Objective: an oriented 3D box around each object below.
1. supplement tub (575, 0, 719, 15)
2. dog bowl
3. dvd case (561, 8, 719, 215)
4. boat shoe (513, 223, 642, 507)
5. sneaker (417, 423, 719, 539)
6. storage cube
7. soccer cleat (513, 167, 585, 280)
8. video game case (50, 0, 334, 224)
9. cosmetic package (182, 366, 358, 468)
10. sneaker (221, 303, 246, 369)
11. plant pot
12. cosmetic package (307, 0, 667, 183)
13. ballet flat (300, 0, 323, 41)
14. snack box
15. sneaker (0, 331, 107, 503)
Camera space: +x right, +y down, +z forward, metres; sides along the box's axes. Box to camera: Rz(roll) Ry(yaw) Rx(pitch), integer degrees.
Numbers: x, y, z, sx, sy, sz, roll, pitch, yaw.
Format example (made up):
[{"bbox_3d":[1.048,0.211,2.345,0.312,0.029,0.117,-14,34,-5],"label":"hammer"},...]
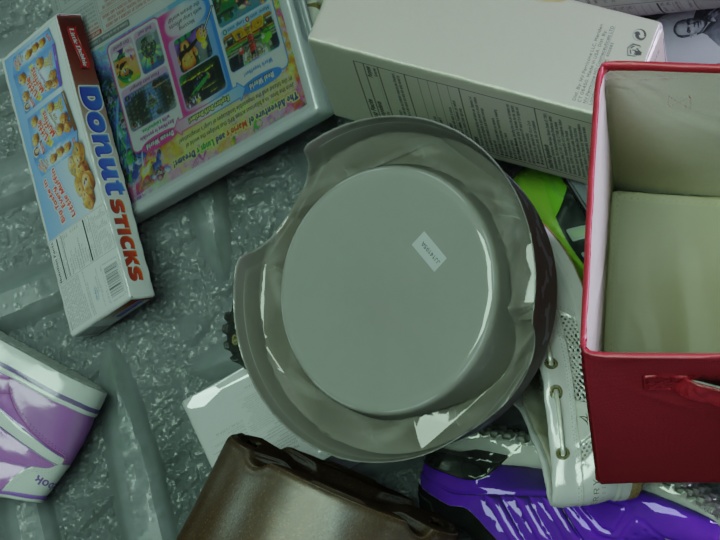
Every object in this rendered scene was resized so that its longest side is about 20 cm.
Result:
[{"bbox_3d":[0.163,-0.218,1.672,0.199,0.132,0.133,-3,79,18],"label":"supplement tub"},{"bbox_3d":[0.025,0.013,1.614,0.199,0.059,0.201,-3,84,28],"label":"dog bowl"},{"bbox_3d":[0.215,-0.094,1.680,0.199,0.025,0.151,-30,62,-1],"label":"dvd case"},{"bbox_3d":[0.103,0.050,1.638,0.069,0.071,0.201,-13,55,-14],"label":"boat shoe"},{"bbox_3d":[0.125,0.156,1.681,0.199,0.070,0.100,13,92,23],"label":"sneaker"},{"bbox_3d":[0.212,0.006,1.517,0.170,0.180,0.201,2,63,9],"label":"storage cube"},{"bbox_3d":[0.173,-0.006,1.691,0.200,0.067,0.081,42,93,23],"label":"soccer cleat"},{"bbox_3d":[-0.113,-0.146,1.795,0.199,0.024,0.183,-27,72,36],"label":"video game case"},{"bbox_3d":[-0.005,0.073,1.743,0.199,0.051,0.083,-30,68,11],"label":"cosmetic package"},{"bbox_3d":[0.000,0.000,1.704,0.200,0.072,0.072,-37,65,21],"label":"sneaker"},{"bbox_3d":[-0.046,0.215,1.646,0.199,0.200,0.199,23,91,21],"label":"plant pot"},{"bbox_3d":[0.078,-0.119,1.648,0.199,0.105,0.071,17,70,15],"label":"cosmetic package"},{"bbox_3d":[-0.003,-0.150,1.772,0.199,0.073,0.074,-6,78,18],"label":"ballet flat"},{"bbox_3d":[-0.186,-0.063,1.825,0.072,0.024,0.201,-32,68,46],"label":"snack box"},{"bbox_3d":[-0.275,0.083,1.822,0.200,0.073,0.115,29,93,21],"label":"sneaker"}]
